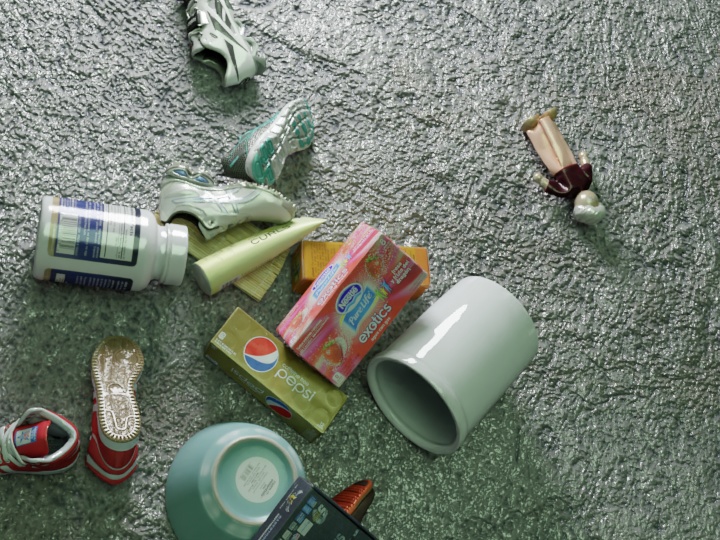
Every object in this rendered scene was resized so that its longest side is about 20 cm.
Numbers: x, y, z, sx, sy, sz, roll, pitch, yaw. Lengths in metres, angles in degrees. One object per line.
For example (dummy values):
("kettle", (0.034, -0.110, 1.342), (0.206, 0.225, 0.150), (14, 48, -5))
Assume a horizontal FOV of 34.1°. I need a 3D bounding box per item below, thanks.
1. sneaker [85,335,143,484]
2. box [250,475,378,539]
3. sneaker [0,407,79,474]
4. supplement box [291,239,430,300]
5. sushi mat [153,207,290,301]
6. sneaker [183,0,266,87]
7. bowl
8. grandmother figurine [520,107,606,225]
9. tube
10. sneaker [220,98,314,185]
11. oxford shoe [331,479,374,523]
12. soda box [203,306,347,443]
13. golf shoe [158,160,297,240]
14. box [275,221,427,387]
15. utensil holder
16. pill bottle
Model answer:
("sneaker", (-0.323, 0.186, 1.541), (0.070, 0.114, 0.202), (5, 38, -15))
("box", (-0.076, 0.387, 1.476), (0.158, 0.051, 0.201), (44, 79, -24))
("sneaker", (-0.442, 0.219, 1.441), (0.197, 0.113, 0.072), (-6, 71, -22))
("supplement box", (0.000, 0.000, 1.722), (0.196, 0.067, 0.070), (2, 68, -20))
("sushi mat", (-0.203, -0.047, 1.697), (0.199, 0.012, 0.096), (35, 60, -5))
("sneaker", (-0.232, -0.367, 1.779), (0.088, 0.074, 0.201), (-33, 83, -29))
("bowl", (-0.150, 0.284, 1.534), (0.197, 0.105, 0.204), (7, 68, -16))
("grandmother figurine", (0.333, -0.162, 1.912), (0.120, 0.061, 0.202), (-25, 77, -17))
("tube", (-0.144, -0.032, 1.672), (0.198, 0.052, 0.058), (-29, 61, -25))
("sneaker", (-0.139, -0.195, 1.745), (0.200, 0.090, 0.079), (-50, 131, -48))
("oxford shoe", (-0.036, 0.371, 1.570), (0.073, 0.071, 0.201), (45, 67, -17))
("soda box", (-0.117, 0.145, 1.623), (0.199, 0.064, 0.068), (39, 62, -2))
("golf shoe", (-0.192, -0.081, 1.671), (0.196, 0.078, 0.099), (13, 69, -6))
("box", (-0.014, 0.044, 1.627), (0.094, 0.103, 0.201), (40, 88, -20))
("utensil holder", (0.134, 0.129, 1.663), (0.170, 0.170, 0.200), (46, 61, 3))
("pill bottle", (-0.337, -0.032, 1.589), (0.196, 0.111, 0.113), (8, 67, -17))
